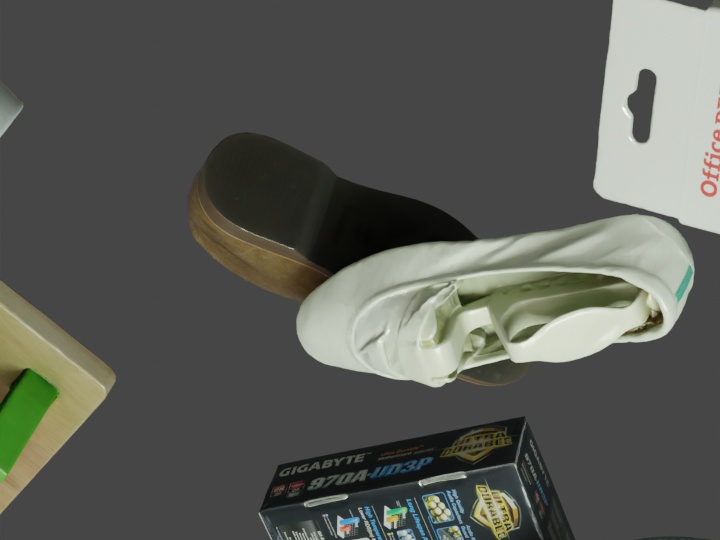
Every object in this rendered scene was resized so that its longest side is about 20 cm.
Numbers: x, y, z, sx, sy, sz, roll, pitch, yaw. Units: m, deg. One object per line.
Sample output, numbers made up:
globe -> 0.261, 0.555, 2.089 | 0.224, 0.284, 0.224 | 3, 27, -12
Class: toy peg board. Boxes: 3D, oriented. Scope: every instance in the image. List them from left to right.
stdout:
toy peg board -> -0.283, 0.082, 1.066 | 0.200, 0.098, 0.199 | 39, 123, -9

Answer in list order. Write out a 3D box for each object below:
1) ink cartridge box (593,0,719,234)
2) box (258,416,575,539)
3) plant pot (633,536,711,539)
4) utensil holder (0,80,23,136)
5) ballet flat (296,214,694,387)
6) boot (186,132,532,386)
ink cartridge box -> 0.211, -0.068, 0.826 | 0.198, 0.068, 0.116 | 17, 130, 20
box -> 0.052, 0.189, 1.062 | 0.158, 0.046, 0.201 | -13, 116, 23
plant pot -> 0.148, 0.223, 0.963 | 0.199, 0.134, 0.202 | -7, 106, -27
utensil holder -> -0.294, -0.087, 0.923 | 0.200, 0.170, 0.170 | 41, 123, -12
ballet flat -> 0.058, 0.021, 0.873 | 0.198, 0.070, 0.070 | -12, 117, 16
boot -> 0.000, 0.000, 0.964 | 0.199, 0.074, 0.075 | 31, 154, -9
